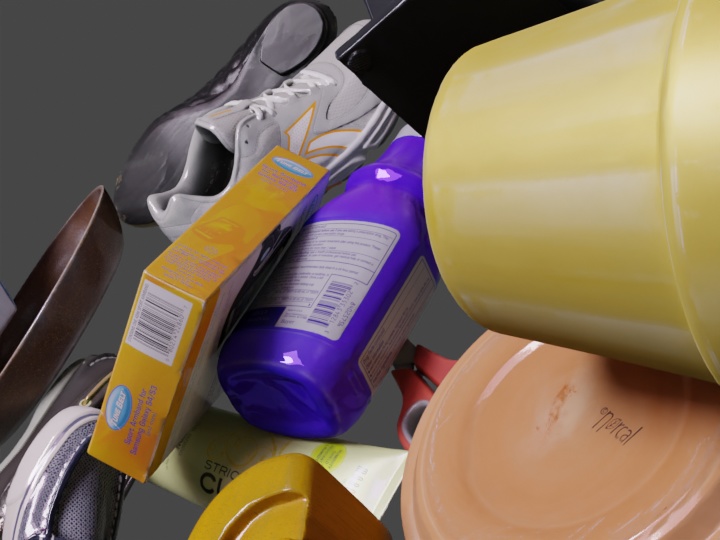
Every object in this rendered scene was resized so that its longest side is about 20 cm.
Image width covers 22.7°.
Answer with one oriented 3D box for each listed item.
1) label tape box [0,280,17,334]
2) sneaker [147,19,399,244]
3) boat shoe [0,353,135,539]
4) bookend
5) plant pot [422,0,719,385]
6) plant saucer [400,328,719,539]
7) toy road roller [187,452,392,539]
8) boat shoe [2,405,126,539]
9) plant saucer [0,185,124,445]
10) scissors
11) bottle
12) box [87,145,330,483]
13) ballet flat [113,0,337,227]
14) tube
[{"bbox_3d":[-0.285,0.045,1.203,0.200,0.063,0.144,-60,14,-18],"label":"label tape box"},{"bbox_3d":[-0.050,-0.085,1.102,0.076,0.092,0.200,17,68,52],"label":"sneaker"},{"bbox_3d":[-0.175,0.132,1.035,0.060,0.072,0.202,-10,46,46],"label":"boat shoe"},{"bbox_3d":[0.068,-0.127,0.920,0.092,0.200,0.199,-39,36,17],"label":"bookend"},{"bbox_3d":[0.137,-0.038,0.742,0.188,0.201,0.201,-3,53,34],"label":"plant pot"},{"bbox_3d":[0.104,0.076,0.821,0.200,0.032,0.201,-23,42,23],"label":"plant saucer"},{"bbox_3d":[-0.059,0.174,0.828,0.199,0.123,0.146,-17,43,29],"label":"toy road roller"},{"bbox_3d":[-0.147,0.175,0.954,0.093,0.075,0.201,6,79,43],"label":"boat shoe"},{"bbox_3d":[-0.205,0.038,1.144,0.200,0.034,0.200,-53,14,19],"label":"plant saucer"},{"bbox_3d":[0.020,0.051,0.962,0.073,0.014,0.200,-51,36,-7],"label":"scissors"},{"bbox_3d":[0.000,0.000,0.971,0.083,0.065,0.200,1,44,34],"label":"bottle"},{"bbox_3d":[-0.075,0.014,0.972,0.200,0.041,0.119,-54,-13,-59],"label":"box"},{"bbox_3d":[-0.086,-0.100,1.205,0.200,0.057,0.066,-44,77,6],"label":"ballet flat"},{"bbox_3d":[-0.056,0.107,0.959,0.200,0.052,0.058,14,109,46],"label":"tube"}]
